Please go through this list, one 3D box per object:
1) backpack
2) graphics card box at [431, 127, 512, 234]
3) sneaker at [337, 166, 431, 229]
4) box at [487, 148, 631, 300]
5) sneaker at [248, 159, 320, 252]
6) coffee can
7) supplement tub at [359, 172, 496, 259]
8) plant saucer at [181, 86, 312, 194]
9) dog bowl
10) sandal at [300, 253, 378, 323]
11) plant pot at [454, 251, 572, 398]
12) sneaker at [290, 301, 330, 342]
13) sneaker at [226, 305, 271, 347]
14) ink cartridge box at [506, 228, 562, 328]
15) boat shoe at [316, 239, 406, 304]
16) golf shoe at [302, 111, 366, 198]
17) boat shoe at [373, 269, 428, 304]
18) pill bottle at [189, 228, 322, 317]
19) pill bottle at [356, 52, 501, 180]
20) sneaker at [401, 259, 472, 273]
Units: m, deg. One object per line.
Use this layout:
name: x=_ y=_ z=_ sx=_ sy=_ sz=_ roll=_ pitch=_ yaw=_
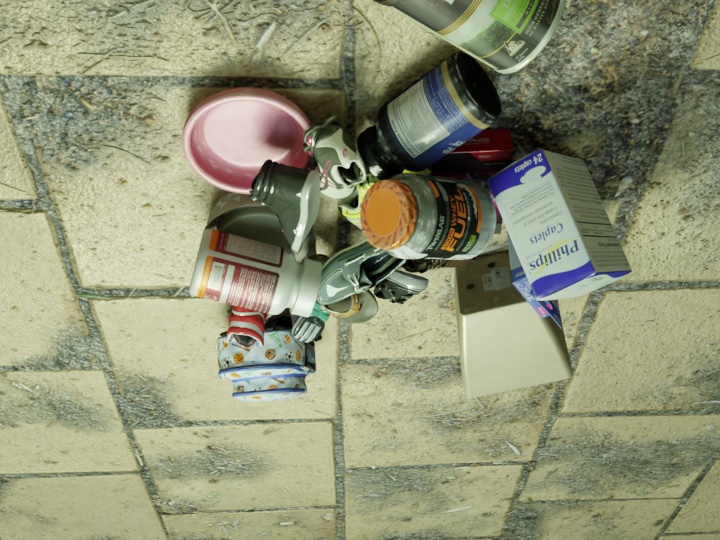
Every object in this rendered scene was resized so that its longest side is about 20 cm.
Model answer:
backpack: x=-0.186 y=0.171 z=1.691 sx=0.197 sy=0.156 sz=0.191 roll=-13 pitch=159 yaw=12
graphics card box: x=0.172 y=-0.137 z=1.432 sx=0.123 sy=0.051 sz=0.201 roll=-3 pitch=143 yaw=-1
sneaker: x=0.039 y=-0.131 z=1.411 sx=0.076 sy=0.076 sz=0.200 roll=20 pitch=135 yaw=-29
box: x=0.306 y=-0.066 z=1.361 sx=0.104 sy=0.203 sz=0.183 roll=-29 pitch=165 yaw=31
sneaker: x=-0.119 y=-0.103 z=1.365 sx=0.098 sy=0.071 sz=0.201 roll=22 pitch=152 yaw=5
coffee can: x=0.130 y=-0.349 z=1.081 sx=0.198 sy=0.148 sz=0.146 roll=21 pitch=136 yaw=-28
supplement tub: x=0.099 y=-0.078 z=1.312 sx=0.198 sy=0.124 sz=0.122 roll=-1 pitch=151 yaw=-46
plant saucer: x=-0.165 y=-0.199 z=1.329 sx=0.197 sy=0.051 sz=0.202 roll=-3 pitch=142 yaw=-2
dog bowl: x=-0.167 y=-0.063 z=1.496 sx=0.196 sy=0.059 sz=0.201 roll=-1 pitch=142 yaw=-1
sandal: x=-0.035 y=0.043 z=1.551 sx=0.081 sy=0.055 sz=0.200 roll=-35 pitch=135 yaw=7
plant pot: x=0.258 y=0.081 z=1.615 sx=0.197 sy=0.201 sz=0.178 roll=-14 pitch=130 yaw=13
sneaker: x=-0.069 y=0.030 z=1.624 sx=0.074 sy=0.088 sz=0.201 roll=29 pitch=108 yaw=-34
sneaker: x=-0.185 y=0.084 z=1.588 sx=0.070 sy=0.115 sz=0.200 roll=4 pitch=172 yaw=14
ink cartridge box: x=0.285 y=-0.010 z=1.478 sx=0.042 sy=0.202 sz=0.119 roll=-22 pitch=138 yaw=25
boat shoe: x=0.000 y=0.000 z=1.465 sx=0.199 sy=0.062 sz=0.073 roll=-34 pitch=121 yaw=16
golf shoe: x=-0.033 y=-0.146 z=1.328 sx=0.077 sy=0.088 sz=0.200 roll=-39 pitch=159 yaw=-6
boat shoe: x=0.067 y=0.030 z=1.541 sx=0.068 sy=0.058 sz=0.200 roll=14 pitch=180 yaw=-13
pill bottle: x=-0.168 y=0.008 z=1.435 sx=0.197 sy=0.111 sz=0.110 roll=15 pitch=140 yaw=-11
pill bottle: x=0.093 y=-0.213 z=1.280 sx=0.199 sy=0.113 sz=0.111 roll=-31 pitch=134 yaw=32
sneaker: x=0.107 y=-0.022 z=1.552 sx=0.197 sy=0.076 sz=0.071 roll=10 pitch=140 yaw=-16
